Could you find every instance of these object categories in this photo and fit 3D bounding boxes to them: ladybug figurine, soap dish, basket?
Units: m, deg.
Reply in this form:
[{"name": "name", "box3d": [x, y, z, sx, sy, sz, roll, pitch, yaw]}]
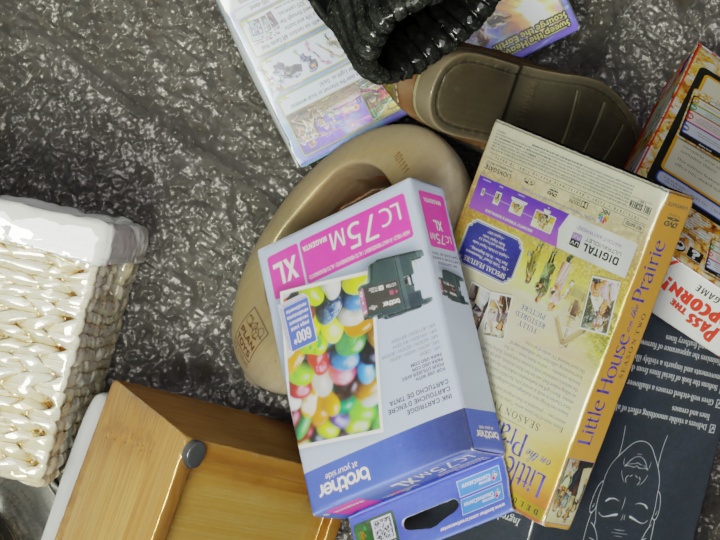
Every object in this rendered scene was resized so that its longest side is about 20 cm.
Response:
[{"name": "ladybug figurine", "box3d": [0.000, 0.000, 1.477, 0.200, 0.072, 0.136, -46, 49, 20]}, {"name": "soap dish", "box3d": [-0.097, 0.161, 1.439, 0.081, 0.200, 0.158, 20, 90, 39]}, {"name": "basket", "box3d": [-0.242, 0.026, 1.428, 0.199, 0.198, 0.161, 12, 90, 1]}]

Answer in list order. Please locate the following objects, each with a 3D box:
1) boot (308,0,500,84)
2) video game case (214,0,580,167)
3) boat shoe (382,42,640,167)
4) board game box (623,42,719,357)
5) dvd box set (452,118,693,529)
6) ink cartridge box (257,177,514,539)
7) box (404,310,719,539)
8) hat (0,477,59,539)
[{"name": "boot", "box3d": [0.038, -0.223, 1.387, 0.211, 0.079, 0.158, -51, 52, 11]}, {"name": "video game case", "box3d": [0.009, -0.190, 1.494, 0.200, 0.045, 0.182, -26, 101, -1]}, {"name": "boat shoe", "box3d": [0.093, -0.102, 1.471, 0.200, 0.068, 0.072, 23, 94, -44]}, {"name": "board game box", "box3d": [0.231, -0.034, 1.448, 0.151, 0.200, 0.046, 34, 132, -1]}, {"name": "dvd box set", "box3d": [0.098, 0.028, 1.368, 0.029, 0.146, 0.200, 14, 98, -43]}, {"name": "ink cartridge box", "box3d": [0.013, 0.061, 1.380, 0.119, 0.042, 0.201, -25, 70, 31]}, {"name": "box", "box3d": [0.127, 0.112, 1.451, 0.148, 0.107, 0.201, 15, 90, -42]}, {"name": "hat", "box3d": [-0.267, 0.200, 1.490, 0.200, 0.081, 0.201, 0, 90, 0]}]
